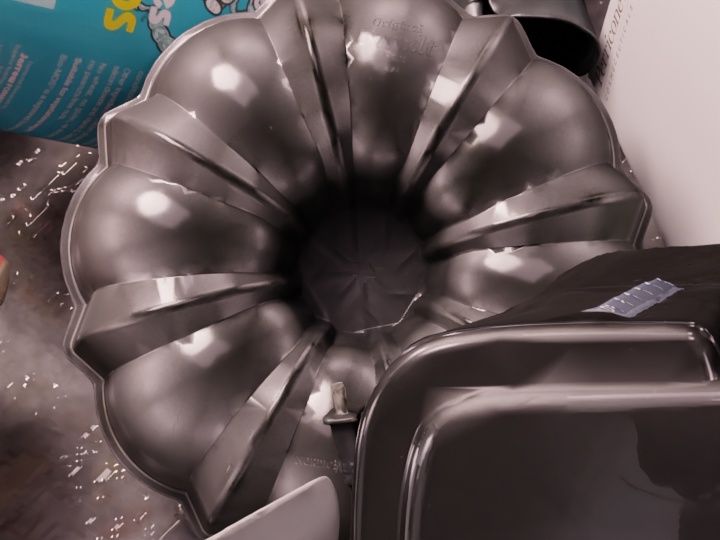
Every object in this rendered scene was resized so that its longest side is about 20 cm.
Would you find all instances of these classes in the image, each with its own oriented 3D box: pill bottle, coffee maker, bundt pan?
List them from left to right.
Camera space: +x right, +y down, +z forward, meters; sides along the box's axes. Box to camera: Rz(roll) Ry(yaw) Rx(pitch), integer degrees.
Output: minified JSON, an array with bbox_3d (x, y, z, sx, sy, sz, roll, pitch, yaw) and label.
[{"bbox_3d":[-0.081,-0.097,0.855,0.199,0.111,0.111,9,45,-29],"label":"pill bottle"},{"bbox_3d":[0.000,0.000,0.766,0.201,0.076,0.203,0,86,-1],"label":"bundt pan"},{"bbox_3d":[0.064,0.067,0.599,0.192,0.200,0.135,-25,88,19],"label":"coffee maker"}]

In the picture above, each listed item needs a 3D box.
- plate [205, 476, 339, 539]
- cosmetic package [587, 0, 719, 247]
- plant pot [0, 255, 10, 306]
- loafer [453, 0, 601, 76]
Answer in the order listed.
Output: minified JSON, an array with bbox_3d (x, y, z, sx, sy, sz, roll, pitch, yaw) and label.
[{"bbox_3d":[-0.080,0.154,0.627,0.032,0.199,0.200,37,105,11],"label":"plate"},{"bbox_3d":[0.152,-0.034,0.780,0.085,0.108,0.200,-7,49,-17],"label":"cosmetic package"},{"bbox_3d":[-0.218,0.034,0.783,0.177,0.201,0.201,18,57,-5],"label":"plant pot"},{"bbox_3d":[0.056,-0.085,0.857,0.070,0.068,0.201,-6,65,43],"label":"loafer"}]
